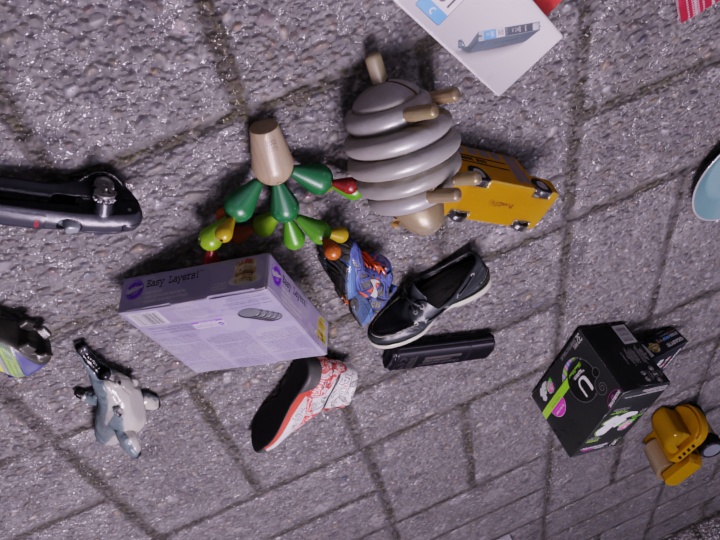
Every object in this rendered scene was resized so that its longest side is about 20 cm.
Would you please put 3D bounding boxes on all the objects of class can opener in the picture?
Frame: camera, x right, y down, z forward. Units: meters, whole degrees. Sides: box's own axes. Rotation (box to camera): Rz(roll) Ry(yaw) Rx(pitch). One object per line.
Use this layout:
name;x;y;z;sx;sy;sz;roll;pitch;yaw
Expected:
can opener;-0.308;-0.061;0.755;0.198;0.064;0.079;3;134;-34

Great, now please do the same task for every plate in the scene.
plate;0.591;-0.158;1.210;0.198;0.026;0.202;-16;140;-14

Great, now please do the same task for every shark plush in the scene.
shark plush;-0.331;0.172;1.012;0.082;0.092;0.201;4;147;10

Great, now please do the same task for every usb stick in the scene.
usb stick;0.129;0.130;1.260;0.198;0.033;0.056;-4;144;-27

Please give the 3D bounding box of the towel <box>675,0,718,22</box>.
towel;0.429;-0.378;0.863;0.199;0.023;0.145;-33;144;11

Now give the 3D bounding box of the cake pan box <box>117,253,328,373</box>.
cake pan box;-0.159;0.058;0.933;0.197;0.053;0.185;-10;146;18

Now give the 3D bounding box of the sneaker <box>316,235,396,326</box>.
sneaker;0.000;0.000;1.005;0.078;0.076;0.200;-36;158;-6

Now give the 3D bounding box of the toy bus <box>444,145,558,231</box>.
toy bus;0.147;-0.104;0.964;0.198;0.079;0.065;5;131;-35

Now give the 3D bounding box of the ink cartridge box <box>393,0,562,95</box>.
ink cartridge box;0.144;-0.290;0.777;0.176;0.045;0.199;-43;140;21

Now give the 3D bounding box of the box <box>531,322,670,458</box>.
box;0.436;0.220;1.450;0.123;0.149;0.201;-5;137;-29

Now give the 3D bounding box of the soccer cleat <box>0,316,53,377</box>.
soccer cleat;-0.419;0.065;0.836;0.083;0.065;0.200;-28;142;13

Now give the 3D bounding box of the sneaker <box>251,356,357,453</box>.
sneaker;-0.082;0.211;1.199;0.107;0.068;0.202;11;126;-36

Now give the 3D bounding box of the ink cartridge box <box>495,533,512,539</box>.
ink cartridge box;0.322;0.784;2.117;0.198;0.044;0.095;-23;141;-5

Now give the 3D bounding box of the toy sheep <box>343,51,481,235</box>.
toy sheep;0.046;-0.131;0.827;0.136;0.138;0.202;-19;109;-10

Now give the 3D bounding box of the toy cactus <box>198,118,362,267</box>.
toy cactus;-0.090;-0.080;0.854;0.197;0.103;0.166;-14;131;-3

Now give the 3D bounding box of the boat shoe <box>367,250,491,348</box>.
boat shoe;0.092;0.036;1.097;0.197;0.075;0.066;-26;140;-3

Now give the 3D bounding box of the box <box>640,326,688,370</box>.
box;0.537;0.210;1.559;0.158;0.046;0.201;-16;143;-36

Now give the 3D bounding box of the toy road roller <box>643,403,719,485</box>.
toy road roller;0.740;0.403;1.874;0.145;0.124;0.201;19;124;-25
